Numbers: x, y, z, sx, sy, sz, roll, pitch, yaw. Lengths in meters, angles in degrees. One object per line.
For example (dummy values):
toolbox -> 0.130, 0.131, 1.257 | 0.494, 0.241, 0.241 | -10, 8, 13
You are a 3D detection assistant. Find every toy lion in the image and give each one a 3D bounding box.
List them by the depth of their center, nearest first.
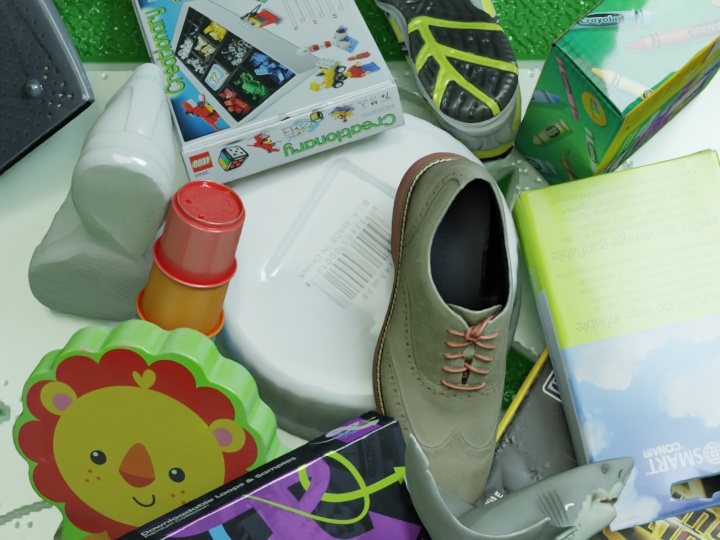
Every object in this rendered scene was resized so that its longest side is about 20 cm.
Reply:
toy lion -> -0.097, 0.124, 0.988 | 0.200, 0.069, 0.192 | 18, 118, 3

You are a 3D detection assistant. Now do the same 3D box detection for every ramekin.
ramekin -> 0.000, 0.000, 1.053 | 0.200, 0.098, 0.201 | 0, 77, 0

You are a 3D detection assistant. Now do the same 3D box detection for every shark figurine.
shark figurine -> 0.051, 0.130, 0.903 | 0.128, 0.214, 0.090 | -48, 70, 16

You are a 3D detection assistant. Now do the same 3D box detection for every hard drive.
hard drive -> -0.252, -0.152, 1.090 | 0.135, 0.042, 0.200 | -35, 80, 18

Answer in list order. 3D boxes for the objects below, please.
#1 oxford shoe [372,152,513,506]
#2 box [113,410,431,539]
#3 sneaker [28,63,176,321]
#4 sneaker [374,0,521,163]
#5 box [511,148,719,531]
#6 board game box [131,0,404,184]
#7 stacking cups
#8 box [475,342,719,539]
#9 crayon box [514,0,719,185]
oxford shoe -> 0.047, 0.039, 0.952 | 0.070, 0.075, 0.200 | -4, 98, -12
box -> -0.046, 0.180, 0.930 | 0.200, 0.036, 0.143 | -25, 103, -21
sneaker -> -0.139, -0.041, 1.024 | 0.075, 0.200, 0.089 | 16, 58, -13
sneaker -> 0.049, -0.150, 1.096 | 0.075, 0.076, 0.200 | -13, 55, 3
box -> 0.170, 0.041, 1.022 | 0.122, 0.048, 0.200 | -13, 78, -3
board game box -> -0.062, -0.134, 1.058 | 0.126, 0.035, 0.200 | -18, 42, -4
stacking cups -> -0.102, 0.036, 0.999 | 0.060, 0.200, 0.061 | 14, 37, -11
box -> 0.176, 0.127, 1.053 | 0.200, 0.049, 0.160 | 31, 77, 6
crayon box -> 0.159, -0.116, 1.027 | 0.119, 0.200, 0.058 | -41, 82, -9
